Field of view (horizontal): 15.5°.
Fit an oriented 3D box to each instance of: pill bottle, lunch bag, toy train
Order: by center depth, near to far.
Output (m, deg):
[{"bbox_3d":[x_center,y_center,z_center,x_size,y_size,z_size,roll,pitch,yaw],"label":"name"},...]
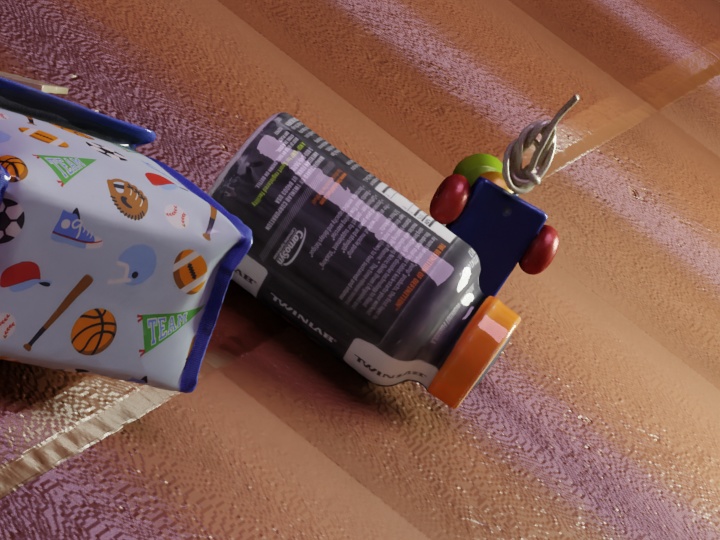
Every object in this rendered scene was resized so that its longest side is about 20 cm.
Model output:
[{"bbox_3d":[-0.182,-0.034,1.432,0.170,0.124,0.200,16,13,-37],"label":"lunch bag"},{"bbox_3d":[0.000,0.000,1.625,0.200,0.106,0.106,36,22,4],"label":"pill bottle"},{"bbox_3d":[0.085,-0.047,1.721,0.085,0.200,0.116,29,18,-13],"label":"toy train"}]

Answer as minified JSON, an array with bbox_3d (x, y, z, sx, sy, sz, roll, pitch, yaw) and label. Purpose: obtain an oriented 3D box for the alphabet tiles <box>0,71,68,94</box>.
[{"bbox_3d":[-0.256,-0.123,1.524,0.166,0.006,0.200,14,3,-1],"label":"alphabet tiles"}]
